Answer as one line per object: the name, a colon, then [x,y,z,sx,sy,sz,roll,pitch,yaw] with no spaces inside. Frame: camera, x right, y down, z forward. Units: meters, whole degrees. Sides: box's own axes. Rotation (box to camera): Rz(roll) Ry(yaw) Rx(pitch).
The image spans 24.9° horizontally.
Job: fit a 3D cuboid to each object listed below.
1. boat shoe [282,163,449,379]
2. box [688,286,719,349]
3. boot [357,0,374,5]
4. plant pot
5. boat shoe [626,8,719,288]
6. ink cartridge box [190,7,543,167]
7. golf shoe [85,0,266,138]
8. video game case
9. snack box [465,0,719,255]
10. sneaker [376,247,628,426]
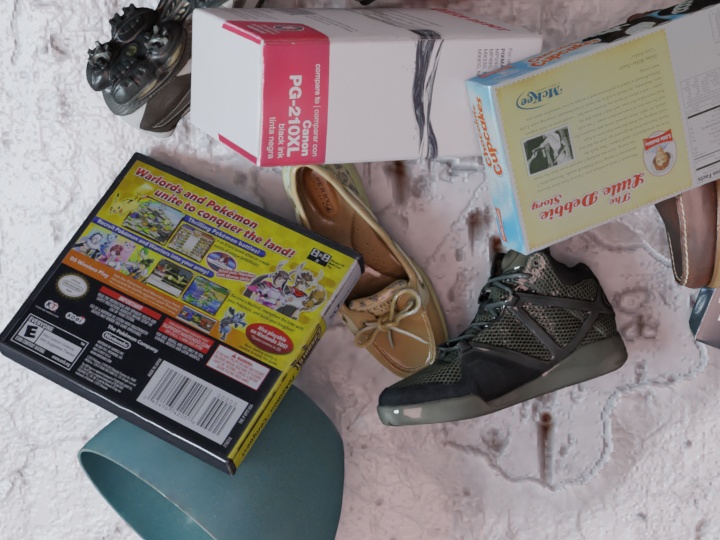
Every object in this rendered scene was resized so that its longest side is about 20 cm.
boat shoe: [0.000,0.000,1.199,0.073,0.063,0.201,-31,101,10]
box: [0.348,-0.019,1.179,0.159,0.044,0.201,18,105,-1]
boot: [-0.019,-0.291,1.114,0.130,0.068,0.201,13,87,-27]
plant pot: [-0.089,0.150,1.197,0.200,0.200,0.135,44,69,-7]
boat shoe: [0.221,-0.085,1.158,0.070,0.070,0.201,-5,95,-7]
ink cartridge box: [0.002,-0.127,1.088,0.199,0.145,0.085,-4,108,-23]
golf shoe: [-0.104,-0.180,1.164,0.200,0.078,0.095,-43,143,-5]
video game case: [-0.126,0.025,1.148,0.199,0.026,0.181,24,66,19]
snack box: [0.173,-0.099,1.069,0.199,0.037,0.117,-21,110,-17]
sneaker: [0.092,0.043,1.178,0.198,0.076,0.115,-19,96,-17]
